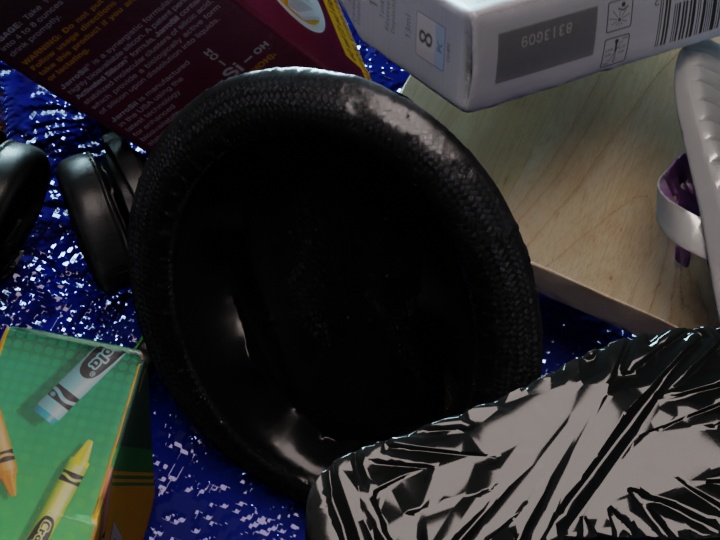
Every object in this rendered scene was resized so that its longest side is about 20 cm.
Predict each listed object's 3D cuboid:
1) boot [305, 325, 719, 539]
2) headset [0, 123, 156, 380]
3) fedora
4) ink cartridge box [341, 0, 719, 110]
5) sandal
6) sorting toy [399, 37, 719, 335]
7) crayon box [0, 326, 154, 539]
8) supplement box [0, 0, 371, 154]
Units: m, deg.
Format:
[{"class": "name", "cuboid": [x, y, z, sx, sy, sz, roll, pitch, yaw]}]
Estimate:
[{"class": "boot", "cuboid": [0.075, 0.099, 0.719, 0.199, 0.168, 0.077, -16, 65, -4]}, {"class": "headset", "cuboid": [-0.137, -0.024, 0.862, 0.122, 0.094, 0.202, 5, 72, 0]}, {"class": "fedora", "cuboid": [0.000, 0.000, 0.788, 0.199, 0.202, 0.092, 25, 34, 12]}, {"class": "ink cartridge box", "cuboid": [0.053, -0.145, 0.832, 0.159, 0.048, 0.200, -20, 37, -28]}, {"class": "sandal", "cuboid": [0.147, -0.016, 0.791, 0.050, 0.082, 0.204, -28, 43, 29]}, {"class": "sorting toy", "cuboid": [0.123, -0.054, 0.889, 0.198, 0.070, 0.201, 24, 59, 11]}, {"class": "crayon box", "cuboid": [-0.129, 0.138, 0.713, 0.058, 0.119, 0.201, 11, 57, 3]}, {"class": "supplement box", "cuboid": [-0.088, -0.121, 0.829, 0.085, 0.200, 0.111, -35, 53, 18]}]
